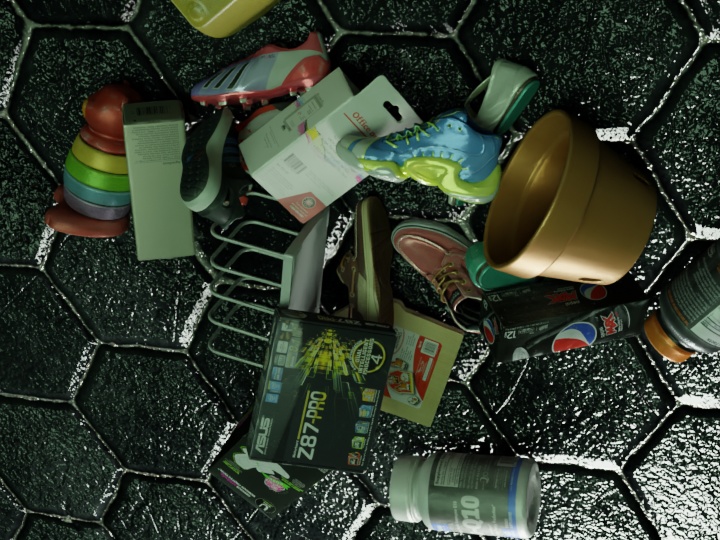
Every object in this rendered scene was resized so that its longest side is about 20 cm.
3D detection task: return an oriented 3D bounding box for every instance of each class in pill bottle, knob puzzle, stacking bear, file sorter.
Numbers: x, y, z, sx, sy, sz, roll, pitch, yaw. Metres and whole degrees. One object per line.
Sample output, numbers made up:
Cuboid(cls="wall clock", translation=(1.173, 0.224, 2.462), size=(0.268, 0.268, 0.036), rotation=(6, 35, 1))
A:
Cuboid(cls="pill bottle", translation=(0.434, 0.028, 1.510), size=(0.106, 0.106, 0.200), rotation=(39, 126, -6))
Cuboid(cls="pill bottle", translation=(0.149, 0.318, 1.792), size=(0.200, 0.114, 0.114), rotation=(1, 121, 20))
Cuboid(cls="knob puzzle", translation=(0.031, 0.114, 1.759), size=(0.219, 0.030, 0.220), rotation=(10, 124, 14))
Cuboid(cls="stacking bear", translation=(-0.342, -0.156, 1.683), size=(0.113, 0.122, 0.200), rotation=(15, 117, -10))
Cuboid(cls="file sorter", translation=(-0.128, 0.015, 1.690), size=(0.124, 0.139, 0.200), rotation=(15, 125, 13))

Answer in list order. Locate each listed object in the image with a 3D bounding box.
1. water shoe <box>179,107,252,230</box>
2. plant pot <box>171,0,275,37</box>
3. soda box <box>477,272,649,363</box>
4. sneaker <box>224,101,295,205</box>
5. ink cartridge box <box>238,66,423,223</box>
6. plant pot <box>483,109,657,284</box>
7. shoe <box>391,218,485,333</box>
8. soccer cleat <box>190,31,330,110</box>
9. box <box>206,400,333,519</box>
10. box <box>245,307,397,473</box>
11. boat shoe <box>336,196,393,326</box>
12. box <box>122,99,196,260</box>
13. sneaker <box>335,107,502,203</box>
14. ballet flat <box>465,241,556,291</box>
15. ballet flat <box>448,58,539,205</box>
Cuboid(cls="water shoe", translation=(-0.174, -0.122, 1.542), size=(0.071, 0.200, 0.079), rotation=(-32, 120, 25))
Cuboid(cls="plant pot", translation=(-0.147, -0.377, 1.411), size=(0.195, 0.200, 0.194), rotation=(-31, 107, 33))
Cuboid(cls="soda box", translation=(0.250, 0.054, 1.552), size=(0.200, 0.071, 0.063), rotation=(-10, 132, -15))
Cuboid(cls="sneaker", translation=(-0.137, -0.139, 1.607), size=(0.201, 0.108, 0.067), rotation=(-15, 157, 32))
Cuboid(cls="ink cartridge box", translation=(-0.033, -0.164, 1.538), size=(0.200, 0.068, 0.116), rotation=(-36, 135, 11))
Cuboid(cls="plant pot", translation=(0.253, -0.072, 1.476), size=(0.140, 0.200, 0.200), rotation=(21, 128, -15))
Cuboid(cls="shoe", translation=(0.122, 0.010, 1.622), size=(0.200, 0.091, 0.072), rotation=(30, 126, 0))
Cuboid(cls="soccer cleat", translation=(-0.126, -0.248, 1.579), size=(0.200, 0.067, 0.077), rotation=(-5, 88, 29))
Cuboid(cls="box", translation=(-0.101, 0.235, 1.792), size=(0.124, 0.149, 0.200), rotation=(39, 137, -7))
Cuboid(cls="box", translation=(-0.051, 0.157, 1.629), size=(0.161, 0.049, 0.200), rotation=(10, 104, -13))
Cuboid(cls="boat shoe", translation=(0.000, 0.000, 1.662), size=(0.072, 0.072, 0.200), rotation=(4, 111, 23))
Cuboid(cls="box", translation=(-0.262, -0.116, 1.637), size=(0.082, 0.068, 0.200), rotation=(-5, 122, -10))
Cuboid(cls="sneaker", translation=(0.076, -0.152, 1.479), size=(0.200, 0.076, 0.105), rotation=(15, 106, -2))
Cuboid(cls="ballet flat", translation=(0.211, 0.005, 1.591), size=(0.200, 0.070, 0.067), rotation=(19, 119, -35))
Cuboid(cls="ballet flat", translation=(0.146, -0.172, 1.524), size=(0.069, 0.069, 0.200), rotation=(30, 122, 0))
